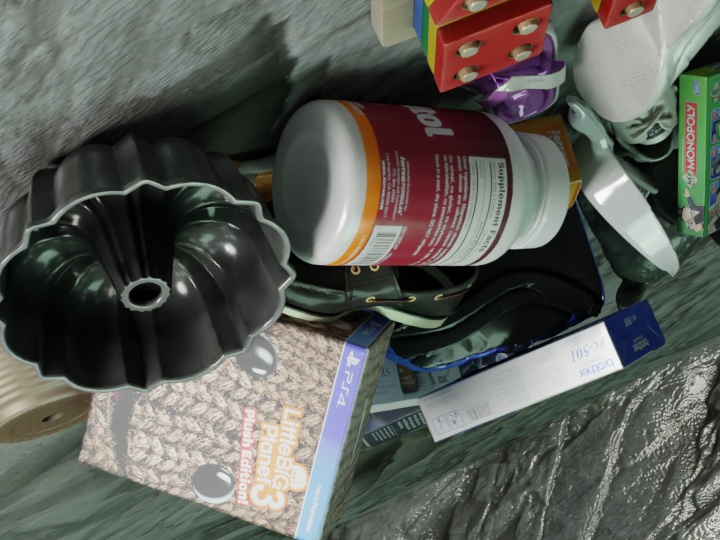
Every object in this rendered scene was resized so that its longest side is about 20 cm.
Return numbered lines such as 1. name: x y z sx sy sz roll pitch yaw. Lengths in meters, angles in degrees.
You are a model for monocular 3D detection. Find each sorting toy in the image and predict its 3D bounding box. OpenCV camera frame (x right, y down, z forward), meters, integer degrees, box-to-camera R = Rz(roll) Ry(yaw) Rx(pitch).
1. sorting toy: 0.109 -0.189 0.815 0.198 0.070 0.199 -21 164 -5

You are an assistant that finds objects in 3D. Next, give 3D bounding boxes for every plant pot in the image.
1. plant pot: -0.258 0.074 1.130 0.199 0.093 0.201 -21 164 -6

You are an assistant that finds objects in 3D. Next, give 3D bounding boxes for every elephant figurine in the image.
1. elephant figurine: 0.307 -0.079 1.308 0.199 0.156 0.142 -21 -164 40

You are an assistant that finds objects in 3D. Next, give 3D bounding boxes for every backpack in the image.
1. backpack: 0.087 0.003 1.255 0.199 0.164 0.168 -21 -179 -12

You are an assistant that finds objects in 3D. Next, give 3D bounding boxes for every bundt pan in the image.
1. bundt pan: -0.147 -0.010 0.945 0.200 0.076 0.203 -11 138 -10

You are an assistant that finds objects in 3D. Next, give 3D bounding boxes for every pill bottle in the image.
1. pill bottle: 0.046 -0.060 1.020 0.198 0.114 0.113 0 154 -33

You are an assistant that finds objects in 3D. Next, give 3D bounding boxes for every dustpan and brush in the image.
1. dustpan and brush: 0.205 -0.087 1.186 0.057 0.140 0.199 -41 141 19

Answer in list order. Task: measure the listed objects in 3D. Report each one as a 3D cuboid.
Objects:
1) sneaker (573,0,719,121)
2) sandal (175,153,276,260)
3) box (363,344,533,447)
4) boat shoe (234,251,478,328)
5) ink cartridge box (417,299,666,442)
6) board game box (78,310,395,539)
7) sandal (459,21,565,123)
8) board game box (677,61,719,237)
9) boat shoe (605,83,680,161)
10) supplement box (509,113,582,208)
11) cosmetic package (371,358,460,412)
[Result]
1. sneaker: 0.225 -0.177 1.009 0.088 0.076 0.200 -28 168 -29
2. sandal: -0.090 -0.042 1.039 0.205 0.060 0.079 -17 163 -21
3. box: 0.067 0.073 1.483 0.199 0.149 0.107 -23 165 0
4. boat shoe: -0.001 -0.002 1.067 0.200 0.074 0.063 7 136 -35
5. ink cartridge box: 0.154 0.088 1.232 0.199 0.045 0.094 -26 175 35
6. board game box: -0.094 0.093 1.098 0.198 0.161 0.097 16 -167 10
7. sandal: 0.116 -0.135 1.038 0.082 0.050 0.202 -27 166 15
8. board game box: 0.340 -0.119 1.233 0.199 0.136 0.029 -20 -156 -41
9. boat shoe: 0.230 -0.135 1.176 0.071 0.066 0.200 -24 165 6
10. supplement box: 0.072 -0.066 1.144 0.198 0.067 0.069 -14 161 -9
11. cosmetic package: 0.008 0.052 1.318 0.051 0.152 0.199 -22 168 35
